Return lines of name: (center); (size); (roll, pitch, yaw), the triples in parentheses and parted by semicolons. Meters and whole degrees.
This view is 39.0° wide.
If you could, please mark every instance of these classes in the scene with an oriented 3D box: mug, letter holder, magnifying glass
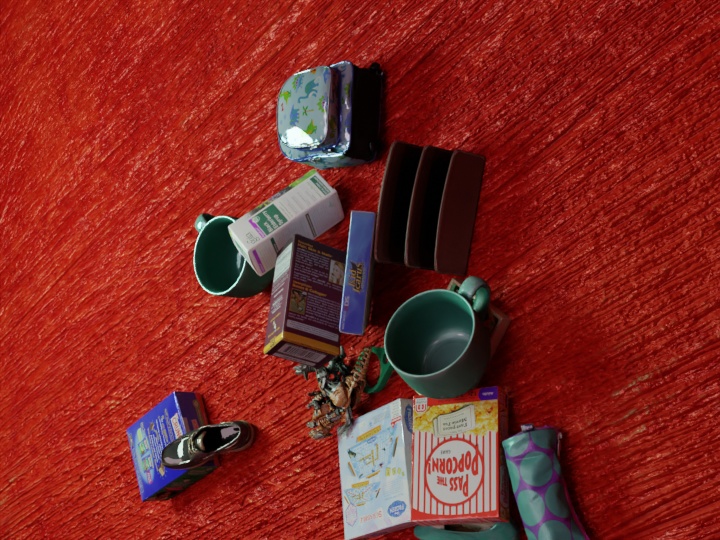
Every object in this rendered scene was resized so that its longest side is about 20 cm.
mug: (-0.239, -0.039, 2.000); (0.151, 0.114, 0.187); (-21, 71, 36)
letter holder: (0.109, -0.102, 1.663); (0.100, 0.141, 0.203); (12, 94, 44)
mug: (0.141, 0.116, 1.583); (0.183, 0.115, 0.153); (-26, 49, 11)
magnifying glass: (0.052, 0.150, 1.757); (0.200, 0.022, 0.080); (-42, 52, 45)

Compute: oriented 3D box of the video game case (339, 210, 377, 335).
video game case: (0.000, 0.000, 1.739); (0.045, 0.181, 0.203); (7, 93, 4)

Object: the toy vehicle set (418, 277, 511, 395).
toy vehicle set: (0.156, 0.131, 1.673); (0.124, 0.026, 0.202); (39, 113, 39)

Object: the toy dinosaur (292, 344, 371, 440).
toy dinosaur: (-0.037, 0.210, 1.801); (0.200, 0.102, 0.136); (-41, 56, 10)

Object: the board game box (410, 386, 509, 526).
board game box: (0.155, 0.290, 1.581); (0.150, 0.046, 0.203); (-11, 64, 29)

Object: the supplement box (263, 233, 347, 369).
supplement box: (-0.093, 0.054, 1.766); (0.086, 0.109, 0.202); (-39, 39, 52)

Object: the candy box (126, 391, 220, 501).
candy box: (-0.401, 0.374, 2.154); (0.199, 0.076, 0.171); (-37, 61, 36)

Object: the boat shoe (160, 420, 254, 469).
boat shoe: (-0.311, 0.339, 2.016); (0.198, 0.073, 0.075); (-21, 66, 6)

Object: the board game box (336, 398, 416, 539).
board game box: (0.034, 0.341, 1.718); (0.199, 0.041, 0.202); (-33, 55, 50)

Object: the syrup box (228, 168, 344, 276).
syrup box: (-0.136, -0.088, 1.867); (0.199, 0.082, 0.079); (-34, 53, -13)

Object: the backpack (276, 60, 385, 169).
backpack: (-0.071, -0.282, 1.853); (0.199, 0.146, 0.186); (-7, 79, 46)

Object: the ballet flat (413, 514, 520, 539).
ballet flat: (0.161, 0.394, 1.609); (0.198, 0.067, 0.071); (-6, 118, 40)

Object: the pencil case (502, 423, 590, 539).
pencil case: (0.275, 0.329, 1.498); (0.092, 0.085, 0.202); (-20, 72, 19)
